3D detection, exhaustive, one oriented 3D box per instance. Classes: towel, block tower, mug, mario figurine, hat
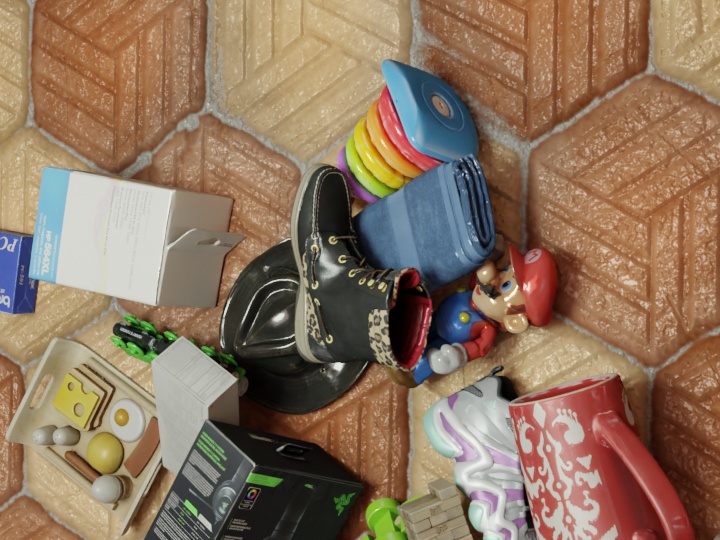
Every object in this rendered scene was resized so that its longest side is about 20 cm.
[{"bbox_3d":[0.054,-0.028,1.390,0.199,0.048,0.113,-28,66,43],"label":"towel"},{"bbox_3d":[0.095,0.310,1.364,0.057,0.054,0.202,-19,94,-12],"label":"block tower"},{"bbox_3d":[0.229,0.199,1.257,0.176,0.133,0.202,-17,87,36],"label":"mug"},{"bbox_3d":[0.102,0.031,1.374,0.199,0.106,0.125,-32,74,23],"label":"mario figurine"},{"bbox_3d":[-0.082,0.060,1.473,0.198,0.081,0.203,0,90,25],"label":"hat"}]

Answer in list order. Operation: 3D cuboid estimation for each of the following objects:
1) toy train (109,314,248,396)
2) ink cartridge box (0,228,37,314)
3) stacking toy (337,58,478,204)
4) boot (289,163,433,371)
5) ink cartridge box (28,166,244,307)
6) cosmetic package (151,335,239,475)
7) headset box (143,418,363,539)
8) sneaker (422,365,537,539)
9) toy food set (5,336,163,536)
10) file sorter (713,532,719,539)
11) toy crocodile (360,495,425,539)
[{"bbox_3d":[-0.198,0.097,1.523,0.199,0.056,0.042,18,67,38],"label":"toy train"},{"bbox_3d":[-0.480,-0.010,1.687,0.198,0.044,0.095,11,95,25],"label":"ink cartridge box"},{"bbox_3d":[0.016,-0.110,1.430,0.200,0.109,0.117,-39,57,31],"label":"stacking toy"},{"bbox_3d":[0.000,0.000,1.357,0.150,0.073,0.203,9,97,49],"label":"boot"},{"bbox_3d":[-0.241,-0.034,1.526,0.198,0.128,0.127,12,94,26],"label":"ink cartridge box"},{"bbox_3d":[-0.169,0.162,1.464,0.082,0.051,0.201,37,148,23],"label":"cosmetic package"},{"bbox_3d":[-0.113,0.259,1.417,0.092,0.173,0.202,34,98,41],"label":"headset box"},{"bbox_3d":[0.161,0.187,1.356,0.139,0.078,0.201,-37,75,20],"label":"sneaker"},{"bbox_3d":[-0.308,0.187,1.590,0.199,0.060,0.145,33,103,22],"label":"toy food set"},{"bbox_3d":[0.383,0.328,1.220,0.199,0.124,0.140,26,100,23],"label":"file sorter"},{"bbox_3d":[0.012,0.303,1.437,0.200,0.061,0.068,-48,29,17],"label":"toy crocodile"}]
